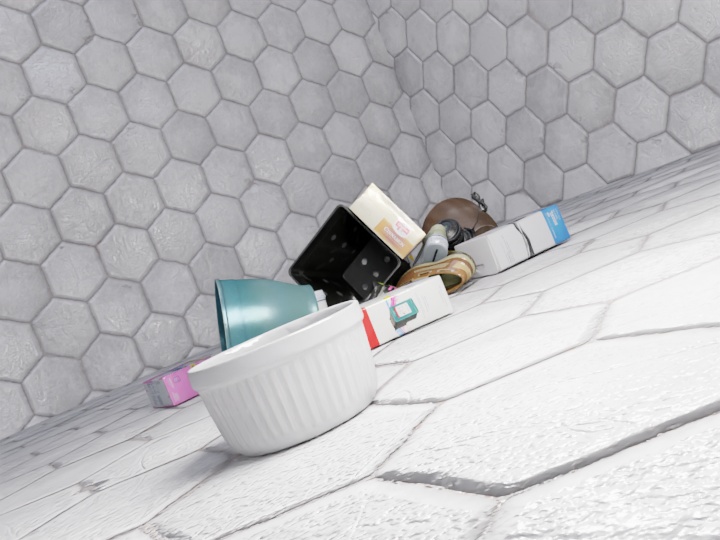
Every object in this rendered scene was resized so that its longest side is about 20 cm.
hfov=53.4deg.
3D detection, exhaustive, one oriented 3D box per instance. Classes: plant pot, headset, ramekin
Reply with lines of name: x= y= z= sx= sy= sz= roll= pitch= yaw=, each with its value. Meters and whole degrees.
plant pot: x=0.000 y=0.000 z=1.597 sx=0.200 sy=0.200 sz=0.177 roll=-51 pitch=-24 yaw=14
plant pot: x=0.273 y=-0.079 z=1.782 sx=0.186 sy=0.188 sz=0.200 roll=-22 pitch=16 yaw=-10
headset: x=0.214 y=-0.084 z=1.639 sx=0.123 sy=0.094 sz=0.200 roll=22 pitch=-60 yaw=-43
ramekin: x=-0.075 y=0.117 z=0.776 sx=0.199 sy=0.106 sz=0.200 roll=-23 pitch=1 yaw=1
plant pot: x=-0.179 y=0.105 z=1.400 sx=0.187 sy=0.201 sz=0.200 roll=-7 pitch=-2 yaw=-14

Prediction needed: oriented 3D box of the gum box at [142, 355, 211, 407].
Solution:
gum box: x=-0.401 y=0.250 z=1.593 sx=0.113 sy=0.066 sz=0.200 roll=-24 pitch=2 yaw=-31

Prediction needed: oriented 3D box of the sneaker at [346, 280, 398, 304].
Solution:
sneaker: x=0.060 y=0.053 z=1.406 sx=0.199 sy=0.088 sz=0.074 roll=-22 pitch=1 yaw=-4

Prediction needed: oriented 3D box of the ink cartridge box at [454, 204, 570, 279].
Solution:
ink cartridge box: x=0.328 y=-0.061 z=1.562 sx=0.199 sy=0.085 sz=0.145 roll=-24 pitch=1 yaw=-23

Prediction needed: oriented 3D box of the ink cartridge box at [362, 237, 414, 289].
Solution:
ink cartridge box: x=0.045 y=-0.011 z=1.779 sx=0.147 sy=0.201 sz=0.145 roll=-22 pitch=-1 yaw=23

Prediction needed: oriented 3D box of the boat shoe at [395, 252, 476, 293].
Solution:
boat shoe: x=0.144 y=0.025 z=1.478 sx=0.200 sy=0.076 sz=0.074 roll=-29 pitch=16 yaw=39

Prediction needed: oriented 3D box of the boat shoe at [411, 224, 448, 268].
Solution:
boat shoe: x=0.151 y=-0.016 z=1.546 sx=0.200 sy=0.072 sz=0.062 roll=111 pitch=177 yaw=-50

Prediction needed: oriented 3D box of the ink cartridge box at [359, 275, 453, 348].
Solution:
ink cartridge box: x=0.040 y=0.078 z=1.196 sx=0.199 sy=0.068 sz=0.116 roll=-23 pitch=1 yaw=-13

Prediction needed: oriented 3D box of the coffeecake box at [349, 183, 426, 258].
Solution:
coffeecake box: x=0.064 y=-0.103 z=1.538 sx=0.073 sy=0.153 sz=0.200 roll=-46 pitch=-3 yaw=5

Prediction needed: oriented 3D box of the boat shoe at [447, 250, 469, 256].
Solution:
boat shoe: x=0.203 y=0.001 z=1.578 sx=0.063 sy=0.074 sz=0.201 roll=-10 pitch=-14 yaw=-23

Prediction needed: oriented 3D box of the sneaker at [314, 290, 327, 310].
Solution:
sneaker: x=-0.150 y=0.105 z=1.542 sx=0.199 sy=0.071 sz=0.073 roll=-24 pitch=-9 yaw=37

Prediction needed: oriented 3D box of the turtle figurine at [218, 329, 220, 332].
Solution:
turtle figurine: x=-0.273 y=0.148 z=1.623 sx=0.064 sy=0.162 sz=0.200 roll=18 pitch=24 yaw=18
